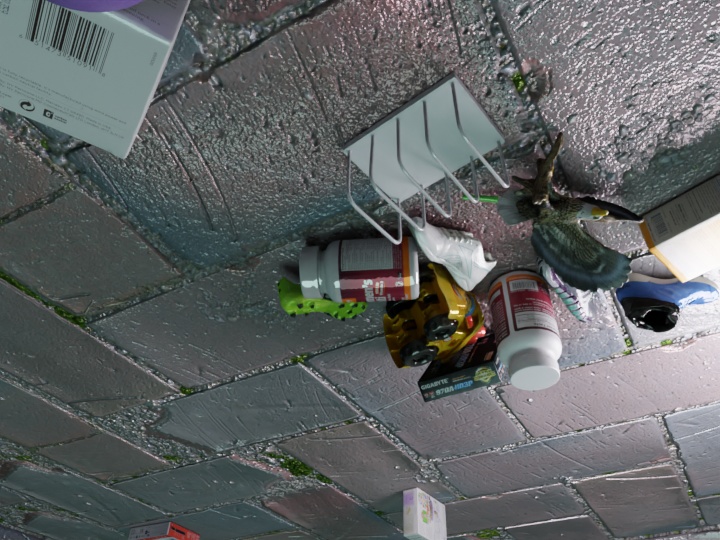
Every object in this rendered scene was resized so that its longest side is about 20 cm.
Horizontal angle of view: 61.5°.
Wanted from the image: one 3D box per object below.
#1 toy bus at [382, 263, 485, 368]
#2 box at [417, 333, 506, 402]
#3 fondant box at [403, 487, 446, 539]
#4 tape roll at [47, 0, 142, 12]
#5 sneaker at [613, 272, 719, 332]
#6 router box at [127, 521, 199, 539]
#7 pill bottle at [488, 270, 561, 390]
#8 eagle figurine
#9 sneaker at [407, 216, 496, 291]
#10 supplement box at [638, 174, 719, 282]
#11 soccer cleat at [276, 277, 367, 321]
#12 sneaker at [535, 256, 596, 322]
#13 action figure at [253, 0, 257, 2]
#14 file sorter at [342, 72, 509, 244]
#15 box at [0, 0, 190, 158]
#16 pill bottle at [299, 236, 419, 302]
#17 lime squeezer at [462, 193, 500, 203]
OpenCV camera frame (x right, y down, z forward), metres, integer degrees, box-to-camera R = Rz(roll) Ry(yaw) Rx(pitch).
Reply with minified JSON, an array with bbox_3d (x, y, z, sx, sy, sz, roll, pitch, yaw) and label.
[{"bbox_3d":[0.165,0.093,1.152,0.191,0.136,0.200,6,140,-27],"label":"toy bus"},{"bbox_3d":[0.215,0.189,1.214,0.158,0.200,0.046,-21,94,24],"label":"box"},{"bbox_3d":[0.212,0.817,1.982,0.058,0.145,0.200,-20,135,25],"label":"fondant box"},{"bbox_3d":[-0.263,-0.356,0.566,0.199,0.085,0.201,-4,100,-21],"label":"tape roll"},{"bbox_3d":[0.574,0.067,1.113,0.199,0.112,0.077,7,140,-7],"label":"sneaker"},{"bbox_3d":[-0.756,1.032,2.333,0.199,0.049,0.180,-18,136,21],"label":"router box"},{"bbox_3d":[0.299,0.109,1.100,0.112,0.201,0.113,1,140,1],"label":"pill bottle"},{"bbox_3d":[0.321,-0.077,0.910,0.200,0.151,0.152,37,109,-28],"label":"eagle figurine"},{"bbox_3d":[0.157,-0.043,1.039,0.080,0.071,0.200,-40,130,19],"label":"sneaker"},{"bbox_3d":[0.574,-0.078,0.970,0.126,0.074,0.200,32,131,-31],"label":"supplement box"},{"bbox_3d":[-0.068,0.049,1.148,0.199,0.081,0.068,8,136,-43],"label":"soccer cleat"},{"bbox_3d":[0.402,0.023,1.099,0.087,0.075,0.200,-31,130,26],"label":"sneaker"},{"bbox_3d":[-0.101,-0.366,0.629,0.118,0.102,0.200,-8,139,-7],"label":"action figure"},{"bbox_3d":[0.091,-0.147,0.864,0.200,0.125,0.139,-27,132,30],"label":"file sorter"},{"bbox_3d":[-0.334,-0.275,0.717,0.198,0.131,0.200,22,136,-23],"label":"box"},{"bbox_3d":[0.000,0.000,1.050,0.199,0.110,0.110,-3,140,5],"label":"pill bottle"},{"bbox_3d":[0.266,-0.100,0.993,0.199,0.038,0.071,21,167,-23],"label":"lime squeezer"}]
